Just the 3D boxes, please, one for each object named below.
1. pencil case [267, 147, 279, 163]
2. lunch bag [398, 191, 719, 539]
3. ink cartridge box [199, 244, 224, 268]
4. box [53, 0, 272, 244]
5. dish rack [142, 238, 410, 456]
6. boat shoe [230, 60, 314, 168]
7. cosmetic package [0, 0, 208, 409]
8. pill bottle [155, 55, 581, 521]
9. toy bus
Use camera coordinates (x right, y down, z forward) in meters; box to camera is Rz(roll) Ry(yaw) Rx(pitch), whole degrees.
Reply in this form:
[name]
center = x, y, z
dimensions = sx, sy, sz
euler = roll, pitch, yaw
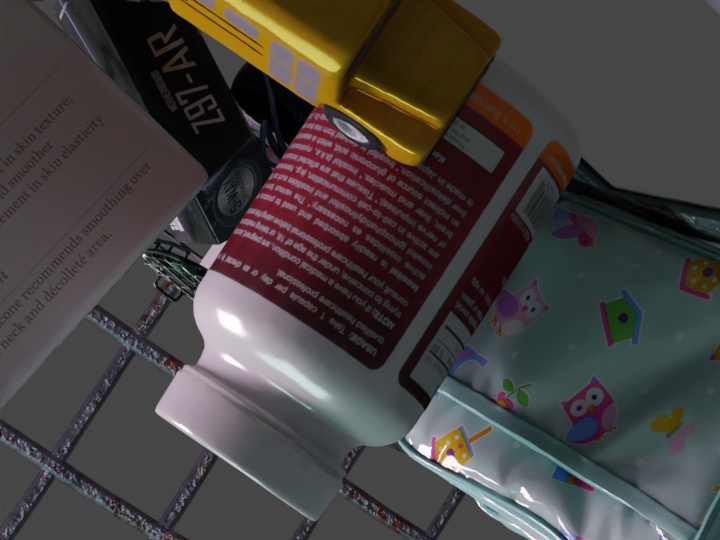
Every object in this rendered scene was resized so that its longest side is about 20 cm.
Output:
[pencil case]
center = -0.070, -0.044, 1.231
dimensions = 0.199, 0.088, 0.087
euler = 32, 172, 23
[lunch bag]
center = 0.116, 0.061, 0.801
dimensions = 0.199, 0.161, 0.077
euler = 28, 171, 42
[ink cartridge box]
center = -0.037, 0.037, 1.591
dimensions = 0.199, 0.085, 0.145
euler = 25, 168, 45
[box]
center = -0.109, -0.095, 0.963
dimensions = 0.161, 0.043, 0.200
euler = 63, 170, -8
[dish rack]
center = -0.029, 0.036, 0.971
dimensions = 0.200, 0.055, 0.153
euler = 39, 168, -20
[boat shoe]
center = -0.012, -0.064, 0.906
dimensions = 0.084, 0.069, 0.199
euler = 40, 171, -39
[cosmetic package]
center = -0.213, -0.041, 0.858
dimensions = 0.200, 0.168, 0.166
euler = 44, 159, -6
[pill bottle]
center = 0.000, 0.000, 0.756
dimensions = 0.112, 0.201, 0.113
euler = 33, 172, 5
[toy bus]
center = -0.041, -0.124, 0.677
dimensions = 0.199, 0.065, 0.078
euler = 34, 171, 2
